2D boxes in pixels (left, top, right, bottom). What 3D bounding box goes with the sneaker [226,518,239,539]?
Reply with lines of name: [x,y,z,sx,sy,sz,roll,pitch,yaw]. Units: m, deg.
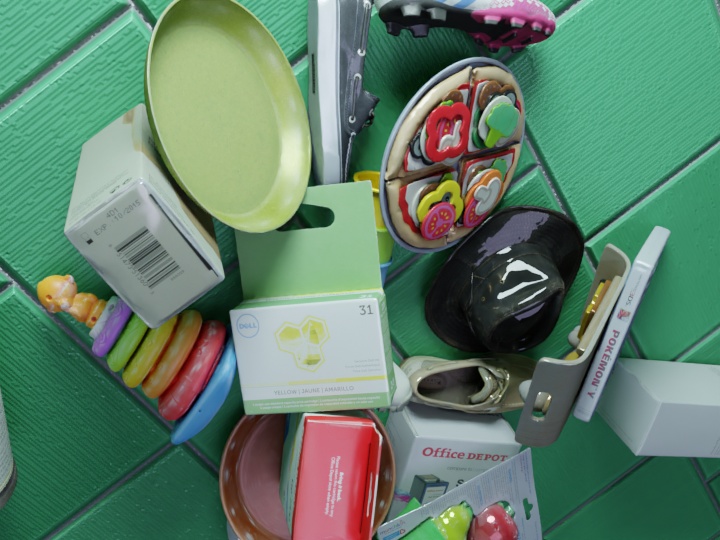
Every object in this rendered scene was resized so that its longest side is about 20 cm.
sneaker: [-0.064,0.335,0.901,0.117,0.074,0.202,-26,109,20]

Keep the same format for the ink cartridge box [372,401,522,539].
ink cartridge box: [0.089,0.262,0.938,0.143,0.088,0.203,9,110,-21]

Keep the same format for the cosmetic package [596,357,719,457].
cosmetic package: [0.418,0.176,0.994,0.197,0.108,0.086,6,114,-19]

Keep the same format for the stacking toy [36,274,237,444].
stacking toy: [-0.218,0.063,0.743,0.199,0.110,0.116,32,113,-16]

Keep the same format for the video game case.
video game case: [0.297,0.054,0.866,0.023,0.199,0.185,23,112,20]

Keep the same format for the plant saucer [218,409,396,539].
plant saucer: [-0.059,0.227,0.862,0.197,0.032,0.204,1,86,-13]

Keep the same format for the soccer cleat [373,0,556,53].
soccer cleat: [0.100,-0.256,0.705,0.197,0.070,0.088,-1,83,-31]

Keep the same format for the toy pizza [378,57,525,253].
toy pizza: [0.100,-0.105,0.755,0.199,0.032,0.203,-25,131,-31]

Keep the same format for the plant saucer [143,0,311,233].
plant saucer: [-0.112,-0.129,0.650,0.031,0.201,0.201,-10,127,33]

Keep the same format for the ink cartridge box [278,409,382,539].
ink cartridge box: [-0.034,0.192,0.748,0.066,0.200,0.118,6,89,-11]

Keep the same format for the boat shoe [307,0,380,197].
boat shoe: [-0.013,-0.163,0.716,0.065,0.070,0.203,-5,109,-14]

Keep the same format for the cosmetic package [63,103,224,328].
cosmetic package: [-0.175,-0.053,0.633,0.071,0.201,0.106,-33,122,3]

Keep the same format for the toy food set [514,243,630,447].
toy food set: [0.228,0.080,0.843,0.200,0.060,0.145,-50,154,-38]

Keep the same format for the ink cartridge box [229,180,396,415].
ink cartridge box: [-0.049,0.028,0.713,0.143,0.048,0.203,-5,102,12]

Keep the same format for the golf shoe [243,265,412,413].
golf shoe: [-0.018,0.060,0.765,0.199,0.078,0.098,36,117,-4]

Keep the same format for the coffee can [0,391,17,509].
coffee can: [-0.391,0.117,0.674,0.144,0.147,0.203,-4,116,-16]

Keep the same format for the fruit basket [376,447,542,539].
fruit basket: [0.119,0.311,0.885,0.198,0.094,0.187,-27,121,-21]

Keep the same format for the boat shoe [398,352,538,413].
boat shoe: [0.141,0.134,0.896,0.197,0.065,0.073,5,92,-17]

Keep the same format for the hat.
hat: [0.172,0.032,0.844,0.197,0.081,0.203,-9,126,-12]

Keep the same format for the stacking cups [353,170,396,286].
stacking cups: [0.000,0.000,0.804,0.060,0.061,0.203,4,117,-20]
